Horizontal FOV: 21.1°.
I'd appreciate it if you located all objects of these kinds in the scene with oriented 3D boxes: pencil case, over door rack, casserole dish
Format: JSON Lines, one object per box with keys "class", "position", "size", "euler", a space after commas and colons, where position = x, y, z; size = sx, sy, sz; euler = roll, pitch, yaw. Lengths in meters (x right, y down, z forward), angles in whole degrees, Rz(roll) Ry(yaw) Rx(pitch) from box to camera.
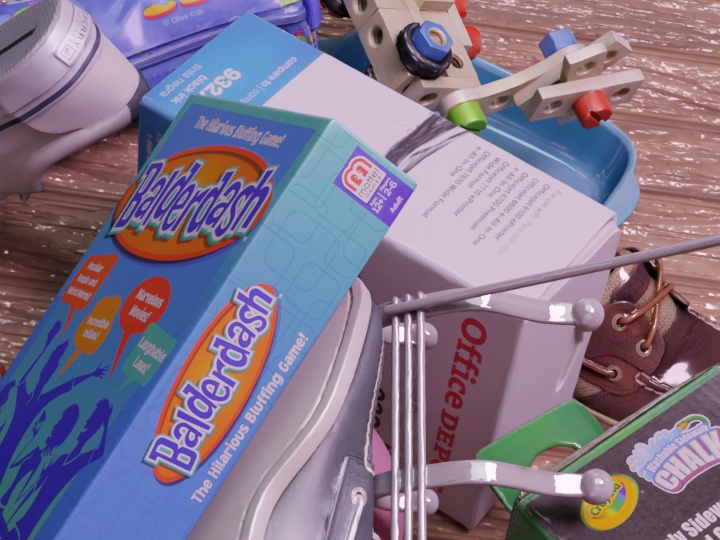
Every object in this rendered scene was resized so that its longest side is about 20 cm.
{"class": "pencil case", "position": [-0.114, -0.115, 0.982], "size": [0.199, 0.078, 0.087], "euler": [-20, 34, -11]}
{"class": "over door rack", "position": [0.089, 0.065, 0.673], "size": [0.066, 0.199, 0.149], "euler": [23, 59, -44]}
{"class": "casserole dish", "position": [0.049, -0.060, 1.011], "size": [0.199, 0.039, 0.121], "euler": [27, 47, 15]}

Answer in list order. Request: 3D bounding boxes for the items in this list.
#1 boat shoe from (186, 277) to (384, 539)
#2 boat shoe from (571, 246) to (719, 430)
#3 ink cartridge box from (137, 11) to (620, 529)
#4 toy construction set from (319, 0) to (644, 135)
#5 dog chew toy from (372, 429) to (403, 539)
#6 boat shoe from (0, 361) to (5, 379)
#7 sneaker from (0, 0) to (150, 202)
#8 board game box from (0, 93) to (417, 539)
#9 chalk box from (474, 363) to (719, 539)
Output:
{"class": "boat shoe", "position": [-0.028, 0.094, 0.686], "size": [0.073, 0.062, 0.201], "euler": [-15, 44, 41]}
{"class": "boat shoe", "position": [0.118, 0.025, 0.913], "size": [0.199, 0.072, 0.072], "euler": [23, 46, 13]}
{"class": "ink cartridge box", "position": [0.000, 0.000, 0.865], "size": [0.199, 0.146, 0.084], "euler": [30, 49, 19]}
{"class": "toy construction set", "position": [0.051, -0.137, 1.005], "size": [0.131, 0.092, 0.200], "euler": [-3, 46, -40]}
{"class": "dog chew toy", "position": [-0.063, 0.134, 0.747], "size": [0.124, 0.125, 0.201], "euler": [21, 54, 11]}
{"class": "boat shoe", "position": [-0.188, 0.044, 0.848], "size": [0.062, 0.072, 0.200], "euler": [-9, 43, -22]}
{"class": "sneaker", "position": [-0.179, -0.058, 0.902], "size": [0.071, 0.199, 0.073], "euler": [42, 48, -29]}
{"class": "board game box", "position": [-0.078, 0.031, 0.717], "size": [0.045, 0.152, 0.201], "euler": [36, 82, -24]}
{"class": "chalk box", "position": [0.130, 0.135, 0.772], "size": [0.124, 0.124, 0.200], "euler": [-27, 54, -30]}
